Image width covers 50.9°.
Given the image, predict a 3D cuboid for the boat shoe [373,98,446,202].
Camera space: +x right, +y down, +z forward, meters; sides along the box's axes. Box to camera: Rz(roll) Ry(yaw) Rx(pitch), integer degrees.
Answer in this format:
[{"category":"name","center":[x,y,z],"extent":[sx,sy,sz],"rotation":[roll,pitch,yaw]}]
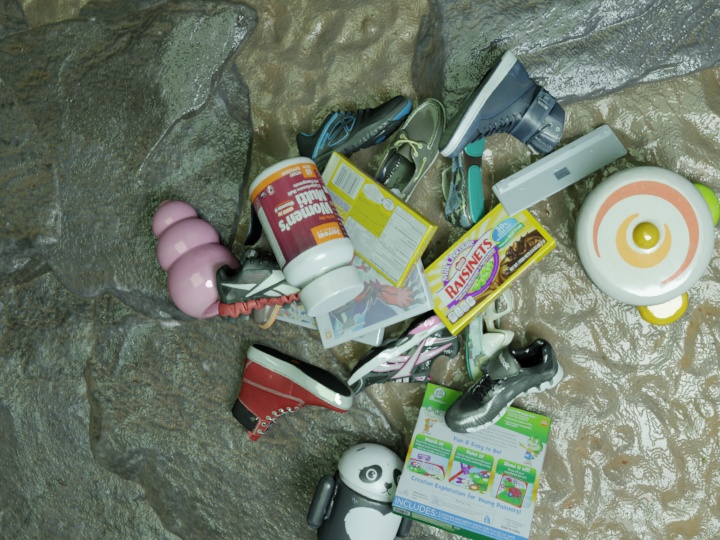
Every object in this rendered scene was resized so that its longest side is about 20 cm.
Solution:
[{"category":"boat shoe","center":[0.071,-0.171,1.165],"extent":[0.071,0.060,0.205],"rotation":[29,98,11]}]

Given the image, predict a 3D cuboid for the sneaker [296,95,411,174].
[{"category":"sneaker","center":[-0.014,-0.224,1.180],"extent":[0.197,0.073,0.083],"rotation":[-30,82,12]}]

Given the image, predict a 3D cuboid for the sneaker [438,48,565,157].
[{"category":"sneaker","center":[0.210,-0.202,1.082],"extent":[0.146,0.077,0.204],"rotation":[42,67,-8]}]

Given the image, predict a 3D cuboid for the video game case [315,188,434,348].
[{"category":"video game case","center":[0.000,0.000,1.148],"extent":[0.196,0.023,0.187],"rotation":[-22,80,28]}]

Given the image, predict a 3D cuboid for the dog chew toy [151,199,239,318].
[{"category":"dog chew toy","center":[-0.274,-0.027,1.230],"extent":[0.123,0.124,0.203],"rotation":[-34,75,12]}]

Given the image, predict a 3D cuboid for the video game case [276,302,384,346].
[{"category":"video game case","center":[-0.041,0.006,1.199],"extent":[0.195,0.023,0.188],"rotation":[12,94,25]}]

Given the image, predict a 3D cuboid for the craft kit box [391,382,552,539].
[{"category":"craft kit box","center":[0.164,0.283,1.103],"extent":[0.195,0.049,0.201],"rotation":[14,59,13]}]

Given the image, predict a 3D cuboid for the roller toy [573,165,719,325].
[{"category":"roller toy","center":[0.386,-0.045,1.047],"extent":[0.179,0.139,0.205],"rotation":[23,97,13]}]

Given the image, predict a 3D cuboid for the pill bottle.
[{"category":"pill bottle","center":[-0.074,-0.047,1.070],"extent":[0.108,0.109,0.204],"rotation":[-29,77,13]}]

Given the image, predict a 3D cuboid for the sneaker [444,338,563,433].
[{"category":"sneaker","center":[0.203,0.159,1.097],"extent":[0.196,0.092,0.067],"rotation":[-28,40,-8]}]

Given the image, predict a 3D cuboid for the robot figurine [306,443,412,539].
[{"category":"robot figurine","center":[0.004,0.369,1.158],"extent":[0.122,0.149,0.205],"rotation":[20,96,25]}]

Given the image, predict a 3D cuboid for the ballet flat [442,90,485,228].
[{"category":"ballet flat","center":[0.152,-0.167,1.146],"extent":[0.072,0.074,0.206],"rotation":[3,88,14]}]

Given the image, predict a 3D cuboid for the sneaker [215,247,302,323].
[{"category":"sneaker","center":[-0.132,0.008,1.140],"extent":[0.195,0.071,0.100],"rotation":[-14,104,8]}]

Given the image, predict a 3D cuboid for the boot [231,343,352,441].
[{"category":"boot","center":[-0.113,0.221,1.217],"extent":[0.196,0.072,0.148],"rotation":[20,96,21]}]

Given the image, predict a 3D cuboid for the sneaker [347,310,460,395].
[{"category":"sneaker","center":[0.068,0.144,1.166],"extent":[0.198,0.080,0.087],"rotation":[-34,93,18]}]

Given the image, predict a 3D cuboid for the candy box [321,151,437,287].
[{"category":"candy box","center":[0.011,-0.076,1.104],"extent":[0.199,0.026,0.104],"rotation":[40,113,24]}]

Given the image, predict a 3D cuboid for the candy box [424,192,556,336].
[{"category":"candy box","center":[0.179,-0.010,1.106],"extent":[0.199,0.026,0.103],"rotation":[-42,65,4]}]

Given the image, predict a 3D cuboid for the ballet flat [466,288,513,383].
[{"category":"ballet flat","center":[0.194,0.070,1.131],"extent":[0.070,0.068,0.207],"rotation":[-3,87,38]}]

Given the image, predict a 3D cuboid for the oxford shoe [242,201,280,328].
[{"category":"oxford shoe","center":[-0.161,-0.011,1.210],"extent":[0.070,0.072,0.206],"rotation":[0,85,48]}]

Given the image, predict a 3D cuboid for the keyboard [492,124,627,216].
[{"category":"keyboard","center":[0.290,-0.147,1.105],"extent":[0.196,0.011,0.057],"rotation":[-28,71,-1]}]
